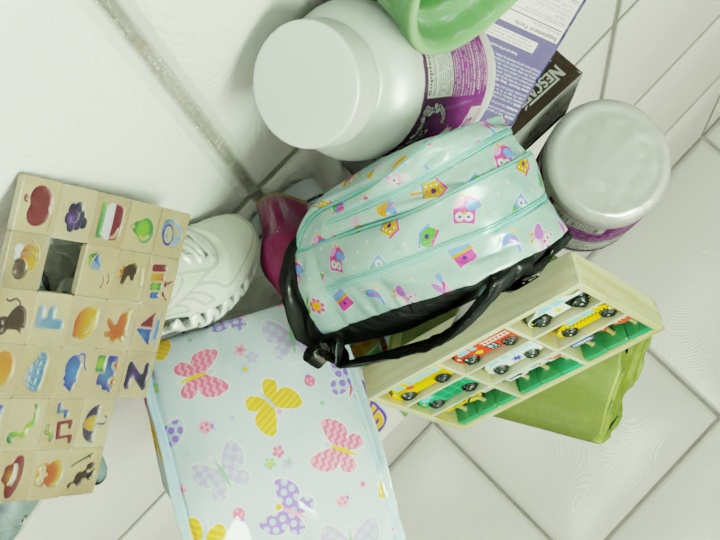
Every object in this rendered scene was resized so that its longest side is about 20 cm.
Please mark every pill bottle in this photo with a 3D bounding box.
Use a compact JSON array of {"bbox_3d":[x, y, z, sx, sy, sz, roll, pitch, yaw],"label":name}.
[{"bbox_3d":[0.012,-0.137,0.828,0.113,0.112,0.199,-54,163,28],"label":"pill bottle"},{"bbox_3d":[0.216,-0.080,1.096,0.112,0.112,0.200,-45,174,-6],"label":"pill bottle"}]

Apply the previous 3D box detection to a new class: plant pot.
[{"bbox_3d":[0.149,0.059,1.018,0.200,0.188,0.201,-49,151,-40],"label":"plant pot"}]

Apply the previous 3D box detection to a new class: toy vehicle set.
[{"bbox_3d":[0.114,0.060,0.877,0.199,0.027,0.124,-32,144,31],"label":"toy vehicle set"}]

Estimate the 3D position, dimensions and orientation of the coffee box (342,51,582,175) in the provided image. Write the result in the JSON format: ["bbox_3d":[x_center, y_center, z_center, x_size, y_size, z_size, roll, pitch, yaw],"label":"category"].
[{"bbox_3d":[0.092,-0.138,1.058,0.200,0.113,0.080,-41,166,-18],"label":"coffee box"}]

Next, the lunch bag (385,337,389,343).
[{"bbox_3d":[0.066,-0.002,1.197,0.200,0.170,0.127,-48,-175,6],"label":"lunch bag"}]

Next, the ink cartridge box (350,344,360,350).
[{"bbox_3d":[-0.093,0.094,1.109,0.116,0.199,0.068,-38,128,-29],"label":"ink cartridge box"}]

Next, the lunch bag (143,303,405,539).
[{"bbox_3d":[-0.071,0.143,0.896,0.168,0.202,0.127,-17,158,-8],"label":"lunch bag"}]

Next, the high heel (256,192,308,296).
[{"bbox_3d":[0.000,0.000,0.975,0.199,0.097,0.067,21,134,-41],"label":"high heel"}]

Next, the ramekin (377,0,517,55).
[{"bbox_3d":[0.067,-0.246,0.727,0.200,0.098,0.200,-43,165,-14],"label":"ramekin"}]

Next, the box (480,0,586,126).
[{"bbox_3d":[0.110,-0.200,0.944,0.120,0.032,0.201,15,115,-33],"label":"box"}]

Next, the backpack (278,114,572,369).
[{"bbox_3d":[0.044,-0.023,0.813,0.167,0.127,0.199,-36,-171,-39],"label":"backpack"}]

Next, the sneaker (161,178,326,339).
[{"bbox_3d":[-0.088,0.011,1.022,0.200,0.071,0.073,-50,165,7],"label":"sneaker"}]

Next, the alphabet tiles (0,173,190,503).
[{"bbox_3d":[-0.183,0.049,0.746,0.167,0.007,0.202,12,93,-63],"label":"alphabet tiles"}]

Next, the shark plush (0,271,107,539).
[{"bbox_3d":[-0.212,0.086,0.763,0.083,0.090,0.201,-39,154,-60],"label":"shark plush"}]

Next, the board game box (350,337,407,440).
[{"bbox_3d":[-0.030,0.145,1.027,0.200,0.030,0.096,-44,131,-28],"label":"board game box"}]

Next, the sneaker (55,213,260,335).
[{"bbox_3d":[-0.146,0.005,0.854,0.199,0.075,0.082,-35,153,-39],"label":"sneaker"}]
